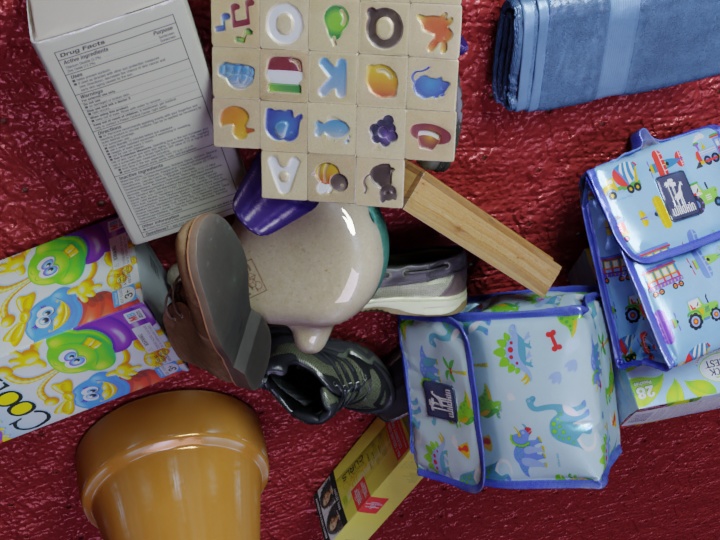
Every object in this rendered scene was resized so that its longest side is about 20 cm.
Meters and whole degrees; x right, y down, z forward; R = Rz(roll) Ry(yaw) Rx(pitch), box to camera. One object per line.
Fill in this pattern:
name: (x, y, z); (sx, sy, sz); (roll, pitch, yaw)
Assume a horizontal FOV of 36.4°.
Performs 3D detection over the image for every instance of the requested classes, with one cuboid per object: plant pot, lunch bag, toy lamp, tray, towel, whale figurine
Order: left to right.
plant pot: (-0.178, 0.255, 1.100); (0.197, 0.185, 0.202); (-11, 140, -10)
whale figurine: (-0.065, -0.009, 0.915); (0.198, 0.161, 0.104); (-26, -175, 27)
toy lamp: (-0.014, -0.103, 0.765); (0.058, 0.059, 0.200); (27, 116, -41)
tray: (0.079, -0.046, 0.930); (0.199, 0.098, 0.037); (28, 96, -42)
lunch bag: (0.133, 0.110, 1.029); (0.197, 0.173, 0.127); (-4, -172, 26)
towel: (0.202, -0.189, 0.860); (0.197, 0.049, 0.113); (-11, 140, -9)
lunch bag: (0.283, -0.031, 0.987); (0.149, 0.203, 0.094); (-20, -178, -17)

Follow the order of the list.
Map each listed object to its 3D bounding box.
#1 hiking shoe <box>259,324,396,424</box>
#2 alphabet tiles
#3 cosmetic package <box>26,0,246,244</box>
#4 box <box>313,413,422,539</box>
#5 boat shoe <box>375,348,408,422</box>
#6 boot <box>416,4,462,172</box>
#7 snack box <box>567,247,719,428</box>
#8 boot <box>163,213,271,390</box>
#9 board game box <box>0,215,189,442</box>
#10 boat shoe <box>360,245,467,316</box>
hiking shoe: (-0.039, 0.116, 1.059); (0.199, 0.102, 0.076); (27, 125, -36)
alphabet tiles: (-0.017, -0.142, 0.712); (0.163, 0.006, 0.203); (4, 109, 7)
cosmetic package: (-0.151, -0.120, 0.776); (0.102, 0.074, 0.201); (-17, 140, -4)
box: (0.018, 0.232, 1.240); (0.050, 0.076, 0.201); (11, 132, -31)
boat shoe: (0.091, 0.103, 1.124); (0.199, 0.074, 0.074); (-38, 137, 21)
boot: (0.007, -0.157, 0.816); (0.128, 0.068, 0.202); (-9, 132, -5)
snack box: (0.326, 0.051, 1.079); (0.197, 0.171, 0.068); (-9, 157, -11)
boot: (-0.121, 0.027, 0.819); (0.074, 0.074, 0.201); (12, 148, 12)
board game box: (-0.257, 0.053, 0.903); (0.197, 0.104, 0.105); (-21, 140, 1)
boat shoe: (0.001, 0.000, 0.984); (0.197, 0.072, 0.067); (3, 108, -6)
